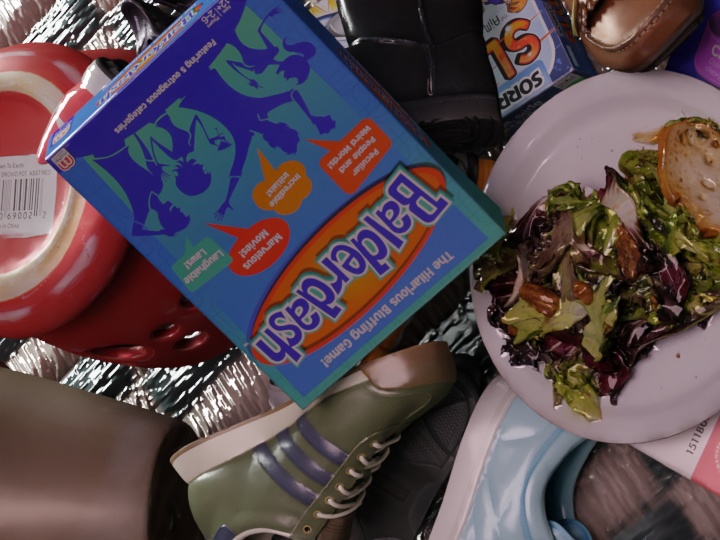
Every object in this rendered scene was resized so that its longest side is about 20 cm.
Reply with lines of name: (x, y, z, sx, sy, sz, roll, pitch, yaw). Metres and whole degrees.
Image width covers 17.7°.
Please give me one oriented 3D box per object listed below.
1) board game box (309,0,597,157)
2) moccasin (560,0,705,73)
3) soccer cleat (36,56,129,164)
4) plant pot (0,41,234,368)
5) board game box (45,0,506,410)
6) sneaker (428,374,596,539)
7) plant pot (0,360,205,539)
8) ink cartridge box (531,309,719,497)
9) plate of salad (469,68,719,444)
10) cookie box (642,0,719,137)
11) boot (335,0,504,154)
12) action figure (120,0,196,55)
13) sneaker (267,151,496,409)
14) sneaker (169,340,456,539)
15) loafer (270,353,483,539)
board game box: (0.032, -0.121, 1.394, 0.200, 0.034, 0.136, -34, 68, 25)
moccasin: (0.132, -0.170, 1.255, 0.074, 0.078, 0.202, -40, 29, 17)
soccer cleat: (-0.090, -0.033, 1.300, 0.200, 0.068, 0.073, 40, 101, -6)
plant pot: (-0.164, -0.046, 1.429, 0.200, 0.182, 0.201, -6, 79, 32)
board game box: (-0.044, -0.045, 1.229, 0.152, 0.045, 0.200, -42, 108, 12)
sneaker: (0.085, 0.165, 1.307, 0.082, 0.074, 0.201, 17, 99, 29)
plant pot: (-0.192, 0.150, 1.436, 0.173, 0.200, 0.201, 0, 84, 15)
ink cartridge box: (0.168, 0.037, 1.268, 0.200, 0.067, 0.117, 29, 101, 32)
plate of salad: (0.136, -0.009, 1.223, 0.199, 0.048, 0.201, -4, 84, 35)
cookie box: (0.267, -0.137, 1.219, 0.171, 0.075, 0.201, 25, 97, 34)
boot: (-0.010, -0.160, 1.315, 0.066, 0.164, 0.201, 116, 148, -65)
action figure: (-0.070, -0.199, 1.426, 0.119, 0.102, 0.200, -37, 20, 46)
sneaker: (0.000, 0.000, 1.360, 0.200, 0.077, 0.078, -54, 18, 14)
sneaker: (-0.016, 0.114, 1.311, 0.200, 0.067, 0.090, -26, 77, 32)
loafer: (0.013, 0.131, 1.374, 0.072, 0.063, 0.200, 38, 111, 2)
